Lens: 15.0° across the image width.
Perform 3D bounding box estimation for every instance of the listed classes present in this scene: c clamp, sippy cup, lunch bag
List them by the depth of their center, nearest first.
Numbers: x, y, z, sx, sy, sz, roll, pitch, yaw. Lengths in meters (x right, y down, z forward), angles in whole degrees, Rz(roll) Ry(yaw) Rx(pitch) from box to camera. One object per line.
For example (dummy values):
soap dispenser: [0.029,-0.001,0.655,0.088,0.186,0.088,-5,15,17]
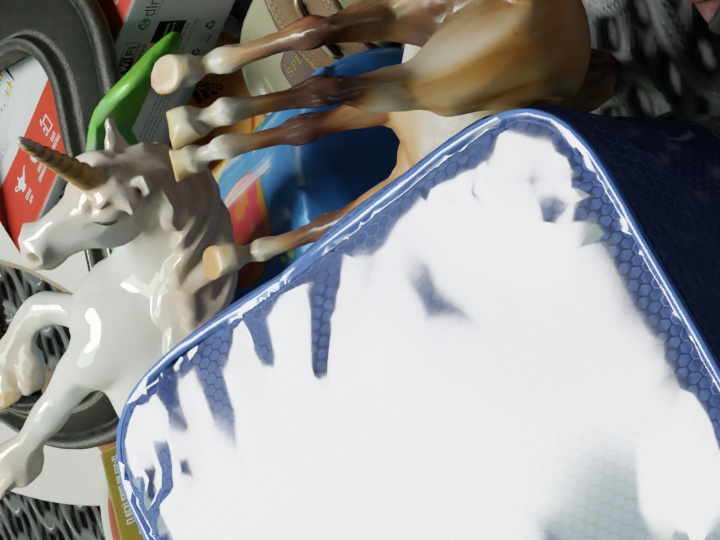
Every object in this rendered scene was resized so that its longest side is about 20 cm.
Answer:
lunch bag: [0.055,0.043,0.723,0.200,0.132,0.136,-34,73,29]
sippy cup: [0.000,0.000,0.879,0.130,0.177,0.140,128,146,-54]
c clamp: [-0.129,-0.025,1.001,0.171,0.027,0.201,-28,73,44]

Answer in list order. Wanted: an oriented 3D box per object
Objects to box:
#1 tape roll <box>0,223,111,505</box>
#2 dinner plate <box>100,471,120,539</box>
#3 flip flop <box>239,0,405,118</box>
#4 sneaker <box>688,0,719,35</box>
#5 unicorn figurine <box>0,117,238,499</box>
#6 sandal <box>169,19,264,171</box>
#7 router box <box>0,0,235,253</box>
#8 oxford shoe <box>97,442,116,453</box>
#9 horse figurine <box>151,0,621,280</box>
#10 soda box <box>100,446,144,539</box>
tape roll: [-0.146,0.023,1.194,0.202,0.037,0.203,12,137,12]
dinner plate: [-0.037,0.149,1.190,0.200,0.024,0.201,32,141,30]
flip flop: [-0.014,-0.095,0.896,0.081,0.057,0.200,62,155,13]
sneaker: [0.059,-0.104,0.700,0.116,0.075,0.200,63,158,3]
unicorn figurine: [-0.063,0.039,0.826,0.137,0.074,0.200,-34,114,32]
sandal: [-0.070,-0.003,1.072,0.059,0.079,0.207,-73,-12,-49]
router box: [-0.116,-0.139,1.020,0.180,0.049,0.200,54,134,31]
oxford shoe: [-0.068,0.068,1.030,0.071,0.071,0.201,-121,24,-63]
horse figurine: [0.013,-0.050,0.709,0.200,0.132,0.050,84,168,-73]
soda box: [-0.027,0.142,0.908,0.064,0.067,0.201,60,-170,-54]
